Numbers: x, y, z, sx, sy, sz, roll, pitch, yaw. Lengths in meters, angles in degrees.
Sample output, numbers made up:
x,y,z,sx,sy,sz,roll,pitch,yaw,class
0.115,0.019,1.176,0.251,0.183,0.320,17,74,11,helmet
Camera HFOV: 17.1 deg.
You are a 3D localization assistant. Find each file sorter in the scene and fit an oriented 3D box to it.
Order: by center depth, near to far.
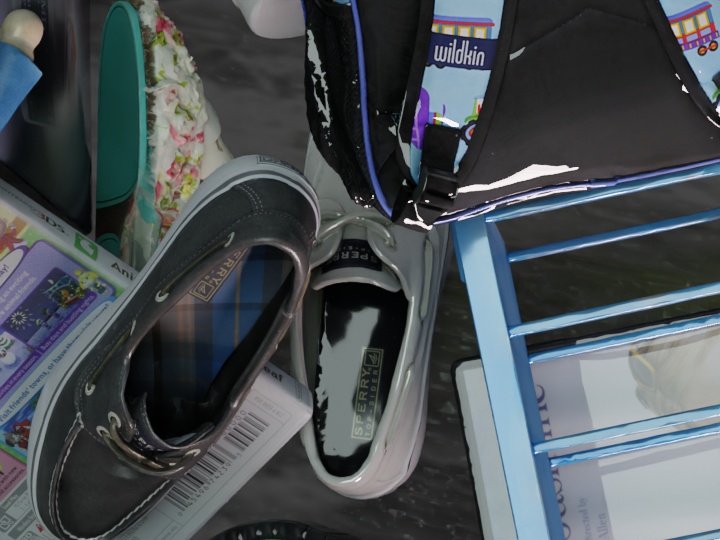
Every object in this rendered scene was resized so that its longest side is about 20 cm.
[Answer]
x,y,z,sx,sy,sz,roll,pitch,yaw,class
0.119,0.066,0.979,0.122,0.139,0.201,-12,82,5,file sorter

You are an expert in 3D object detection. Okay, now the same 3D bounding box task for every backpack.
x,y,z,sx,sy,sz,roll,pitch,yaw,class
0.059,-0.133,0.918,0.182,0.135,0.201,-13,106,-12,backpack

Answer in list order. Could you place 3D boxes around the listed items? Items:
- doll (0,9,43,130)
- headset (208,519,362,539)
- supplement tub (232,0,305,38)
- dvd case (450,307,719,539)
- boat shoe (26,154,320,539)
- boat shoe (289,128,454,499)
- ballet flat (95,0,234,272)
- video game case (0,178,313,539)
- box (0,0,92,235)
x,y,z,sx,sy,sz,roll,pitch,yaw,class
-0.188,-0.087,0.894,0.136,0.048,0.201,-15,81,-4,doll
0.003,0.187,1.052,0.199,0.094,0.124,23,93,27,headset
-0.038,-0.218,1.051,0.140,0.140,0.201,-28,80,7,supplement tub
0.148,0.090,1.048,0.199,0.018,0.143,-12,83,10,dvd case
-0.076,0.047,0.964,0.070,0.066,0.200,29,115,-20,boat shoe
0.000,0.000,1.060,0.072,0.066,0.201,7,86,11,boat shoe
-0.087,-0.023,1.086,0.064,0.076,0.201,2,89,-28,ballet flat
-0.152,0.074,1.028,0.182,0.022,0.200,35,113,-23,video game case
-0.196,-0.128,1.033,0.123,0.198,0.201,-4,77,9,box
